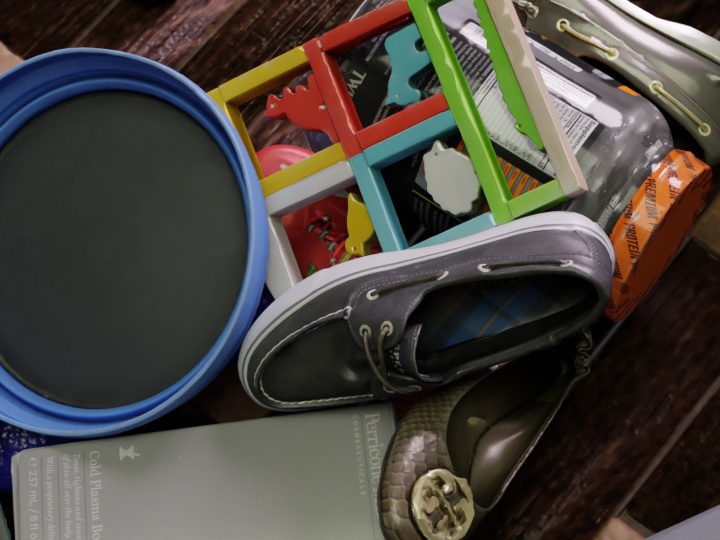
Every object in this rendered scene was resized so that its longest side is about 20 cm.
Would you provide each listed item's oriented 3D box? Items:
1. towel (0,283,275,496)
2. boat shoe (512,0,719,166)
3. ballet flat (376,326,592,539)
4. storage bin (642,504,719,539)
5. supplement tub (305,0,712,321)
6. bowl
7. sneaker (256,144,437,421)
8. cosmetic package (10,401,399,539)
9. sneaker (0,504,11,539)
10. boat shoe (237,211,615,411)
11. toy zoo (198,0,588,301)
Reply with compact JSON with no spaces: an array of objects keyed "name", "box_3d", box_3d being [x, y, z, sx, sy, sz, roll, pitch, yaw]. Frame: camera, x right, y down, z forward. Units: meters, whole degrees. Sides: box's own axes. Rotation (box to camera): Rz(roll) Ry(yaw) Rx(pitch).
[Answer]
[{"name":"towel","box_3d":[-0.146,0.015,1.125,0.199,0.050,0.148,-32,64,1]},{"name":"boat shoe","box_3d":[0.125,-0.121,1.170,0.201,0.072,0.060,26,62,12]},{"name":"ballet flat","box_3d":[0.070,0.077,1.047,0.046,0.068,0.200,-11,22,38]},{"name":"storage bin","box_3d":[0.220,0.170,0.994,0.199,0.146,0.135,-24,54,-7]},{"name":"supplement tub","box_3d":[0.080,-0.065,1.112,0.199,0.123,0.123,34,72,16]},{"name":"bowl","box_3d":[-0.140,-0.013,1.073,0.199,0.039,0.202,-2,83,18]},{"name":"sneaker","box_3d":[0.000,0.000,1.116,0.077,0.085,0.200,-31,66,-10]},{"name":"cosmetic package","box_3d":[-0.070,0.141,1.056,0.198,0.090,0.107,-11,60,3]},{"name":"sneaker","box_3d":[-0.220,0.115,1.030,0.076,0.081,0.201,-21,100,3]},{"name":"boat shoe","box_3d":[0.032,0.031,1.014,0.199,0.070,0.066,-16,24,8]},{"name":"toy zoo","box_3d":[0.002,-0.060,1.061,0.199,0.020,0.132,-24,80,17]}]
